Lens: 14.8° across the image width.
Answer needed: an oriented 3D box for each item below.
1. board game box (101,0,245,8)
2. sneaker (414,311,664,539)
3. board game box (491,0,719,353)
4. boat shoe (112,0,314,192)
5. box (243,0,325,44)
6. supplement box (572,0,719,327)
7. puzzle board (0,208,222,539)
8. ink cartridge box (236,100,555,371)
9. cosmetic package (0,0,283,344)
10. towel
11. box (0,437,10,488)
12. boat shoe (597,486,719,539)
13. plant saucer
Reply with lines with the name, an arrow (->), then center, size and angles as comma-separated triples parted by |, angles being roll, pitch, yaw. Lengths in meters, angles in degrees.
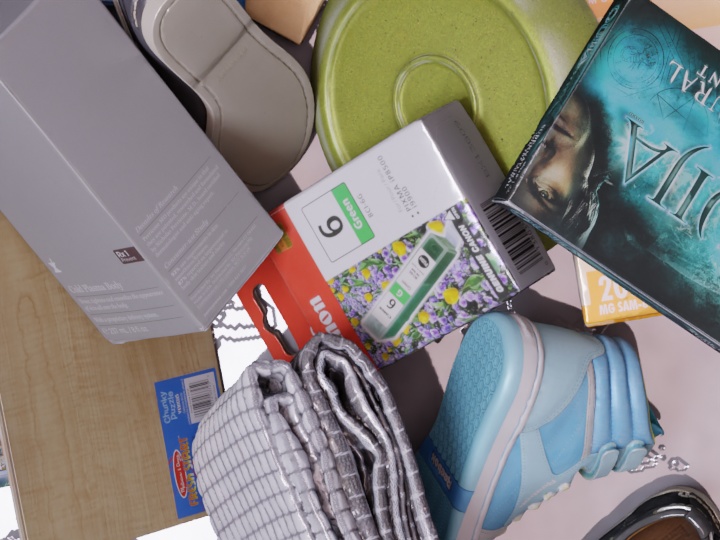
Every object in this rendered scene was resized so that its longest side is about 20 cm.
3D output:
board game box -> -0.159, -0.249, 1.559 | 0.195, 0.056, 0.201 | 5, 94, 7
sneaker -> 0.101, 0.116, 1.582 | 0.130, 0.080, 0.201 | 5, 126, -26
board game box -> 0.187, -0.040, 1.495 | 0.200, 0.028, 0.136 | 33, 85, -14
boat shoe -> -0.083, -0.116, 1.537 | 0.073, 0.200, 0.063 | -43, 57, -7
box -> -0.056, -0.254, 1.586 | 0.163, 0.021, 0.201 | 29, 97, 2
supplement box -> 0.171, -0.078, 1.559 | 0.125, 0.074, 0.201 | -10, 94, 5
puzzle board -> -0.147, 0.055, 1.581 | 0.150, 0.017, 0.201 | -14, 96, -39
ink cartridge box -> 0.000, 0.000, 1.548 | 0.200, 0.050, 0.109 | -30, 90, 34
cosmetic package -> -0.148, -0.062, 1.512 | 0.200, 0.107, 0.090 | 49, 61, -21
towel -> -0.012, 0.147, 1.533 | 0.085, 0.166, 0.201 | -21, 81, -21
box -> -0.205, 0.021, 1.574 | 0.136, 0.038, 0.201 | -9, 95, -39
boat shoe -> 0.129, 0.206, 1.592 | 0.072, 0.068, 0.200 | 43, 98, -2
plant saucer -> 0.048, -0.095, 1.542 | 0.199, 0.031, 0.201 | 9, 106, 31
